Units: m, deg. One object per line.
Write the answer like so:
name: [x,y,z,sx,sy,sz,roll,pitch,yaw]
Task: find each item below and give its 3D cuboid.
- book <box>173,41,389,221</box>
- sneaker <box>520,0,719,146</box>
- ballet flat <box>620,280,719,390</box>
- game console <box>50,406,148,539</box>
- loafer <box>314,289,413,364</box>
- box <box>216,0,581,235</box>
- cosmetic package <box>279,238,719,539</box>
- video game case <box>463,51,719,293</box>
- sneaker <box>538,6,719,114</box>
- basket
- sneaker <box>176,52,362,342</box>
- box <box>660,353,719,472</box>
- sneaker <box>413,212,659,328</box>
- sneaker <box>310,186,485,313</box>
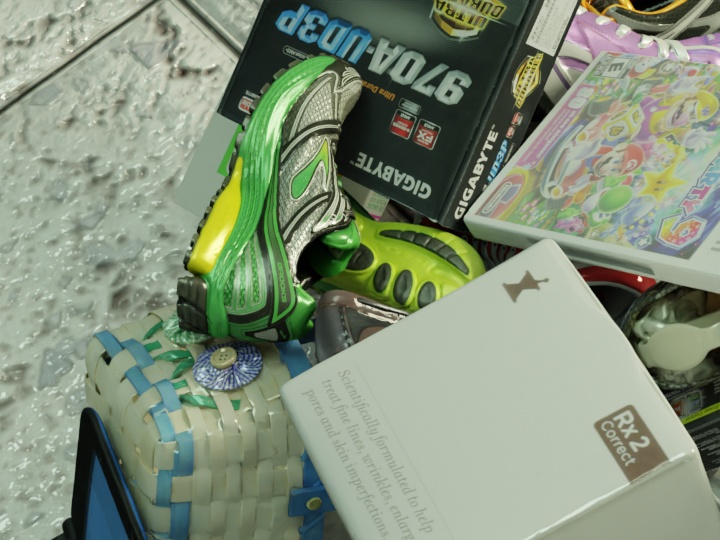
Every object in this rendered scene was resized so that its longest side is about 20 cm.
book: [-0.020,-0.104,1.468,0.133,0.048,0.200,29,98,33]
sneaker: [0.150,-0.146,1.470,0.200,0.077,0.078,-30,49,-1]
ballet flat: [0.214,0.020,1.201,0.200,0.072,0.072,-23,41,40]
game console: [-0.170,0.209,1.273,0.171,0.118,0.200,-30,50,3]
loafer: [0.059,0.048,1.277,0.072,0.200,0.063,-35,58,42]
box: [0.021,-0.129,1.381,0.200,0.046,0.159,29,98,39]
cosmetic package: [0.086,0.129,1.188,0.165,0.200,0.165,-29,47,-2]
video game case: [0.166,-0.059,1.268,0.200,0.018,0.143,15,57,49]
sneaker: [0.158,-0.132,1.407,0.114,0.073,0.201,-36,91,1]
basket: [-0.046,0.087,1.325,0.200,0.139,0.176,-6,30,-26]
sneaker: [-0.035,-0.037,1.307,0.085,0.078,0.200,16,57,7]
box: [0.247,0.006,1.272,0.200,0.044,0.160,-28,45,33]
sneaker: [0.099,-0.003,1.355,0.200,0.071,0.113,-14,50,43]
sneaker: [0.000,0.000,1.380,0.200,0.084,0.074,29,68,41]
